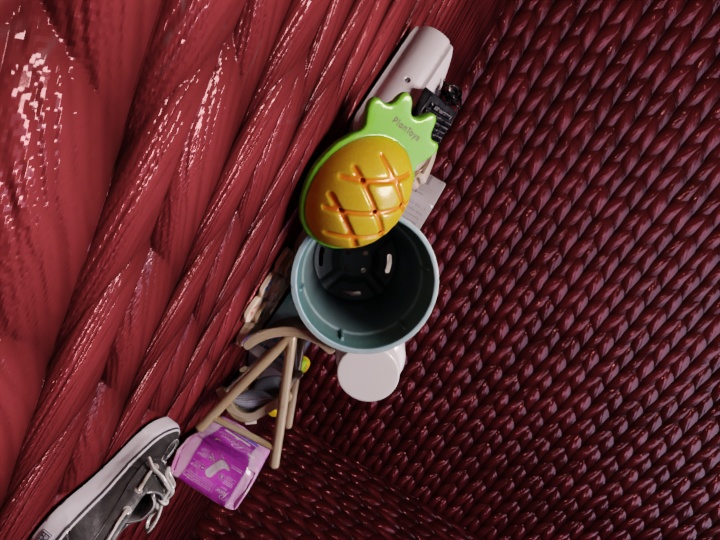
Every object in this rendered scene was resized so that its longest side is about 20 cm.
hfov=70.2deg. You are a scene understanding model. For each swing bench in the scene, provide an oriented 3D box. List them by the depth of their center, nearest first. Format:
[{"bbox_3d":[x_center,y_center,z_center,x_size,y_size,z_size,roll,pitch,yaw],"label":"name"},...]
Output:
[{"bbox_3d":[-0.131,0.161,0.805,0.200,0.130,0.199,-64,180,-2],"label":"swing bench"}]

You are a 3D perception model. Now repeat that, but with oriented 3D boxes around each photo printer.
[{"bbox_3d":[0.044,-0.211,0.717,0.200,0.069,0.166,-58,176,-11],"label":"photo printer"}]

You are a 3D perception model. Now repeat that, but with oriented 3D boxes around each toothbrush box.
[{"bbox_3d":[-0.133,0.117,1.011,0.200,0.085,0.146,-57,178,-27],"label":"toothbrush box"}]

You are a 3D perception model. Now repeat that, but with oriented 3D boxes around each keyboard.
[{"bbox_3d":[0.114,-0.210,0.715,0.104,0.040,0.200,-65,168,18],"label":"keyboard"}]

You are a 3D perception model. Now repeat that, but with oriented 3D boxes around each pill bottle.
[{"bbox_3d":[0.019,0.124,0.855,0.113,0.113,0.200,-60,-175,17],"label":"pill bottle"}]

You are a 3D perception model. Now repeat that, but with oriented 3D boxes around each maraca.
[{"bbox_3d":[0.009,-0.110,0.600,0.200,0.137,0.107,-53,-136,16],"label":"maraca"}]

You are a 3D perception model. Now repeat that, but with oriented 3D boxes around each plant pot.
[{"bbox_3d":[0.000,0.000,0.779,0.201,0.200,0.196,-59,-171,6],"label":"plant pot"}]

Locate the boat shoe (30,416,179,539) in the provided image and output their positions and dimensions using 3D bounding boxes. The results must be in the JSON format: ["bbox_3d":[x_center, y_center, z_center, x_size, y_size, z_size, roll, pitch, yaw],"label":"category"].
[{"bbox_3d":[-0.218,0.213,0.495,0.074,0.068,0.199,-59,178,9],"label":"boat shoe"}]

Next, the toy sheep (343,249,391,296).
[{"bbox_3d":[-0.001,-0.017,0.974,0.138,0.200,0.138,-25,-158,11],"label":"toy sheep"}]

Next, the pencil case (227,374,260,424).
[{"bbox_3d":[-0.215,0.252,0.999,0.200,0.078,0.090,116,-21,-72],"label":"pencil case"}]

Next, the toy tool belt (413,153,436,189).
[{"bbox_3d":[0.049,-0.162,0.857,0.200,0.125,0.123,-61,173,-17],"label":"toy tool belt"}]

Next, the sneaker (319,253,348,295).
[{"bbox_3d":[-0.008,0.040,1.077,0.114,0.200,0.076,-26,-173,-21],"label":"sneaker"}]

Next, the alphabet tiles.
[{"bbox_3d":[-0.129,0.028,0.794,0.200,0.015,0.196,-59,178,-5],"label":"alphabet tiles"}]

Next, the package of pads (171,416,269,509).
[{"bbox_3d":[-0.224,0.310,0.849,0.076,0.120,0.200,-59,178,-9],"label":"package of pads"}]

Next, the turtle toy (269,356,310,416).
[{"bbox_3d":[-0.188,0.240,1.226,0.200,0.101,0.146,-60,178,15],"label":"turtle toy"}]

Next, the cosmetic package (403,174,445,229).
[{"bbox_3d":[0.090,-0.159,1.326,0.200,0.165,0.165,-62,177,35],"label":"cosmetic package"}]
